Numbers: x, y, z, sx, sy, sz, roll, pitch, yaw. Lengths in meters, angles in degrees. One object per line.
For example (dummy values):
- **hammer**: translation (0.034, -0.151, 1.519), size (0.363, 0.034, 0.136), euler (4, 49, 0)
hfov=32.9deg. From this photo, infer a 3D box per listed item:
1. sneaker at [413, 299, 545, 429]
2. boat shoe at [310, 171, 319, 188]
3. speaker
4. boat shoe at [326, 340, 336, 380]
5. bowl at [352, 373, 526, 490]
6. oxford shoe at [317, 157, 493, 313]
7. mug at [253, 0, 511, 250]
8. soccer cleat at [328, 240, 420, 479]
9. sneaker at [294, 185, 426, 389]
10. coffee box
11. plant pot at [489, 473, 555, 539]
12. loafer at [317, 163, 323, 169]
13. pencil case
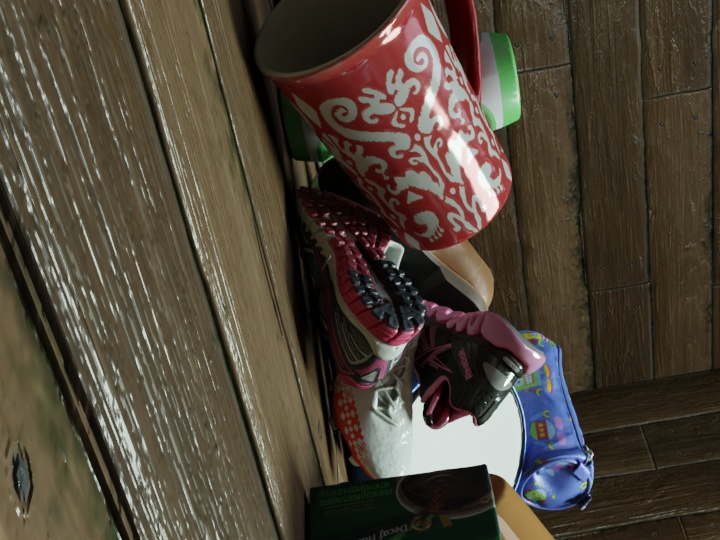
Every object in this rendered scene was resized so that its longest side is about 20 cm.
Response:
- **sneaker**: translation (0.069, 0.083, 1.006), size (0.096, 0.079, 0.200), euler (-58, -164, -11)
- **boat shoe**: translation (0.000, 0.000, 1.162), size (0.068, 0.071, 0.203), euler (71, 7, -68)
- **speaker**: translation (0.034, -0.148, 1.042), size (0.088, 0.197, 0.090), euler (-10, 90, -87)
- **boat shoe**: translation (0.000, 0.070, 1.076), size (0.066, 0.069, 0.203), euler (120, -40, -63)
- **bowl**: translation (0.080, 0.171, 1.141), size (0.039, 0.199, 0.204), euler (9, -65, 50)
- **oxford shoe**: translation (0.041, -0.033, 1.064), size (0.200, 0.071, 0.072), euler (45, 47, -18)
- **mug**: translation (0.044, -0.133, 0.915), size (0.201, 0.177, 0.134), euler (53, -3, -37)
- **soccer cleat**: translation (0.017, 0.071, 0.988), size (0.068, 0.085, 0.203), euler (12, 59, -38)
- **sneaker**: translation (-0.017, 0.004, 0.951), size (0.075, 0.080, 0.201), euler (-60, -150, 28)
- **coffee box**: translation (0.031, 0.198, 0.700), size (0.201, 0.121, 0.044), euler (-92, 172, -58)
- **plant pot**: translation (0.071, 0.236, 0.848), size (0.142, 0.198, 0.200), euler (64, 5, -6)
- **loafer**: translation (-0.020, -0.125, 1.314), size (0.063, 0.071, 0.203), euler (-127, -152, -59)
- **pencil case**: translation (0.188, 0.153, 1.267), size (0.078, 0.086, 0.201), euler (51, 21, -37)
